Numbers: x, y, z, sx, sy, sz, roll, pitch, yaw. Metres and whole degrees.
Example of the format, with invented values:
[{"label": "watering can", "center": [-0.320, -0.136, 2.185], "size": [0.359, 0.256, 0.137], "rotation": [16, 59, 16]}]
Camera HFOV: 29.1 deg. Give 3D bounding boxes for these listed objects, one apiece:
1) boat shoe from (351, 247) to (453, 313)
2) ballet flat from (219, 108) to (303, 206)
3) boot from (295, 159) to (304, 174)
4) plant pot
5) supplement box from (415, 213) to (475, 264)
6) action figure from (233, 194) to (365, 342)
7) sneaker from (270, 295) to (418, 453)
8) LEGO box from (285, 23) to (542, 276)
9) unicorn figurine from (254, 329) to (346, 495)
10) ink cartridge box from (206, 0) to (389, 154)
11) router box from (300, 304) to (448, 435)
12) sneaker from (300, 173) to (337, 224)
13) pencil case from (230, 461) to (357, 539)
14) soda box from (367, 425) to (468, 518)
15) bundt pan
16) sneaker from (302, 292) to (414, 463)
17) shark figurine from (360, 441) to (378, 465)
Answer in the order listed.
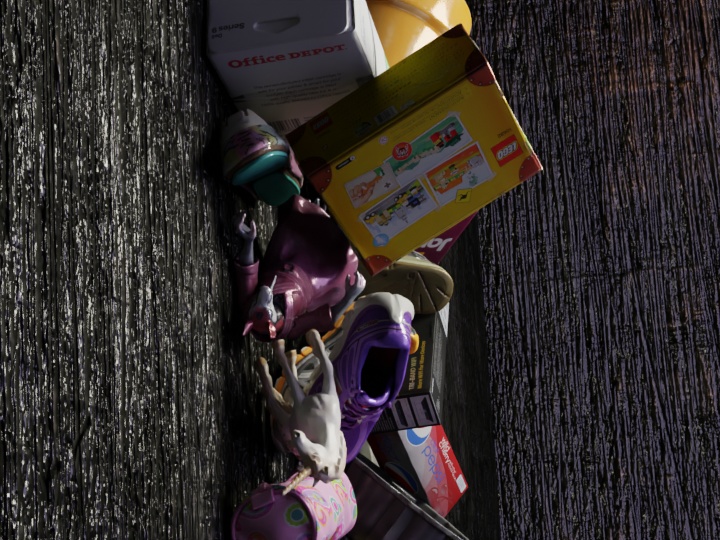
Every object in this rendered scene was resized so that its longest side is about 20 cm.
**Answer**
[{"label": "boat shoe", "center": [0.001, -0.001, 1.494], "size": [0.066, 0.198, 0.073], "rotation": [-127, -129, -68]}, {"label": "ballet flat", "center": [-0.098, -0.112, 1.315], "size": [0.200, 0.068, 0.072], "rotation": [42, 26, -80]}, {"label": "boot", "center": [-0.028, -0.107, 1.517], "size": [0.200, 0.075, 0.107], "rotation": [48, -12, 0]}, {"label": "plant pot", "center": [0.019, -0.246, 1.690], "size": [0.201, 0.197, 0.186], "rotation": [65, 38, -60]}, {"label": "supplement box", "center": [0.065, -0.102, 1.628], "size": [0.201, 0.129, 0.104], "rotation": [124, -41, -50]}, {"label": "action figure", "center": [-0.079, 0.015, 1.332], "size": [0.149, 0.133, 0.200], "rotation": [-52, -178, 35]}, {"label": "sneaker", "center": [-0.018, 0.108, 1.408], "size": [0.200, 0.077, 0.079], "rotation": [-49, 144, -26]}, {"label": "LEGO box", "center": [0.052, -0.112, 1.322], "size": [0.149, 0.198, 0.078], "rotation": [55, 5, -42]}, {"label": "unicorn figurine", "center": [-0.050, 0.131, 1.260], "size": [0.200, 0.073, 0.139], "rotation": [84, -12, -78]}, {"label": "ink cartridge box", "center": [-0.053, -0.201, 1.346], "size": [0.200, 0.144, 0.085], "rotation": [64, 21, -63]}, {"label": "router box", "center": [0.014, 0.093, 1.520], "size": [0.201, 0.155, 0.053], "rotation": [-83, 158, -51]}, {"label": "sneaker", "center": [-0.039, -0.122, 1.582], "size": [0.082, 0.076, 0.203], "rotation": [-32, 116, -71]}, {"label": "pencil case", "center": [-0.058, 0.226, 1.282], "size": [0.200, 0.086, 0.089], "rotation": [1, 84, -79]}, {"label": "soda box", "center": [0.053, 0.192, 1.593], "size": [0.063, 0.069, 0.202], "rotation": [-44, 127, -30]}, {"label": "bundt pan", "center": [0.025, 0.267, 1.499], "size": [0.076, 0.201, 0.202], "rotation": [-51, 162, -3]}, {"label": "sneaker", "center": [-0.004, 0.114, 1.305], "size": [0.084, 0.079, 0.202], "rotation": [-98, -158, -51]}, {"label": "shark figurine", "center": [0.017, 0.219, 1.679], "size": [0.128, 0.088, 0.218], "rotation": [66, 23, -63]}]
